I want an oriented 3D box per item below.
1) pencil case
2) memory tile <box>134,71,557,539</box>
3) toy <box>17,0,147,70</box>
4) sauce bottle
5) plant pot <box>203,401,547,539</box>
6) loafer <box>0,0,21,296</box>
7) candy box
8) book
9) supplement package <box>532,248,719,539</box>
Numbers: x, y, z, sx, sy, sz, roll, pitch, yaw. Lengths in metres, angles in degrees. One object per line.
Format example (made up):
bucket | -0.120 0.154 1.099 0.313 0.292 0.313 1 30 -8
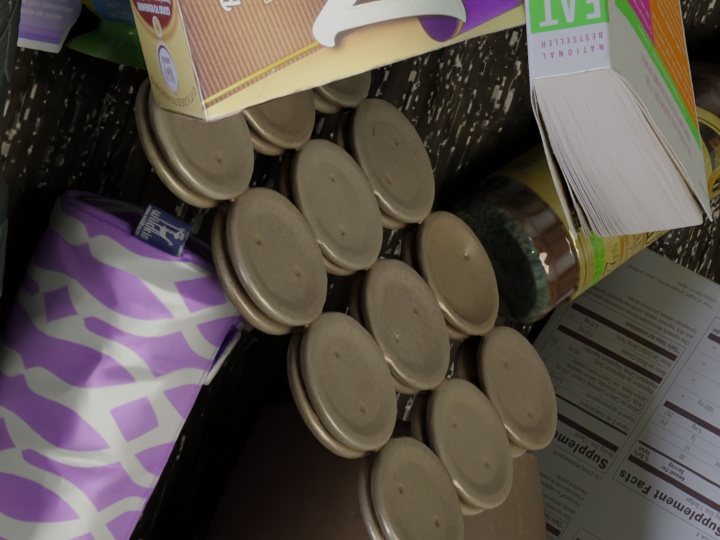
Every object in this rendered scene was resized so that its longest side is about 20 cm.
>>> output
pencil case | -0.103 0.069 0.824 0.085 0.084 0.201 24 96 -9
memory tile | 0.000 0.000 0.833 0.201 0.017 0.153 60 32 -9
toy | -0.051 -0.162 0.782 0.115 0.047 0.201 5 107 -49
sauce bottle | 0.126 -0.051 1.010 0.200 0.065 0.065 -35 132 -28
plant pot | 0.004 0.147 0.917 0.200 0.199 0.176 17 82 -48
loafer | -0.142 -0.054 0.736 0.062 0.072 0.201 6 111 -3
candy box | -0.028 -0.158 0.726 0.116 0.056 0.201 -18 104 -19
book | 0.076 -0.129 0.772 0.134 0.048 0.201 53 32 -64
supplement package | 0.141 0.122 1.052 0.201 0.150 0.152 -56 139 -6
